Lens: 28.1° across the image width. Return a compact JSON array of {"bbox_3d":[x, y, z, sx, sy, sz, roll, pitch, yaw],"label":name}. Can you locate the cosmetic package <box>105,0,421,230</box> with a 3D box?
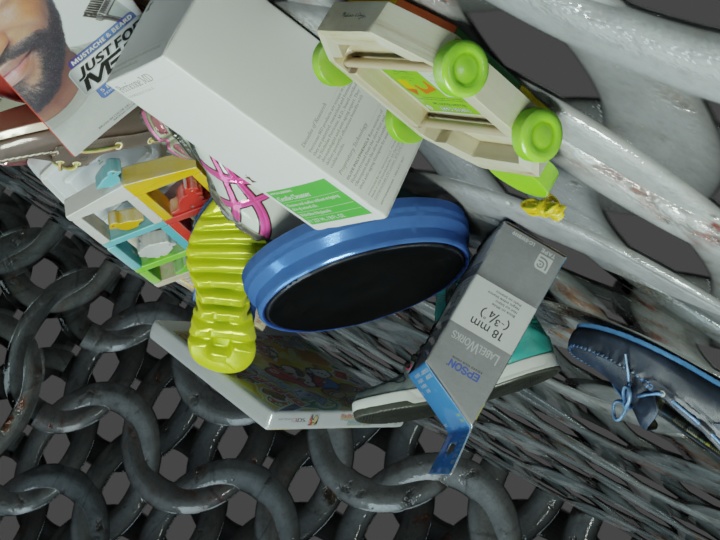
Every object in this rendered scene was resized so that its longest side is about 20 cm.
[{"bbox_3d":[-0.065,-0.119,1.023,0.200,0.085,0.107,33,161,-24],"label":"cosmetic package"}]

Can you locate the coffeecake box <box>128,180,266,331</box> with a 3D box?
[{"bbox_3d":[-0.147,-0.055,1.448,0.199,0.154,0.073,32,174,-7],"label":"coffeecake box"}]

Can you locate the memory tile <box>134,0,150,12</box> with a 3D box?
[{"bbox_3d":[-0.129,-0.180,1.154,0.153,0.017,0.200,33,171,-17],"label":"memory tile"}]

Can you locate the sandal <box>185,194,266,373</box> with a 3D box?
[{"bbox_3d":[-0.118,-0.006,1.300,0.079,0.087,0.201,12,128,-5],"label":"sandal"}]

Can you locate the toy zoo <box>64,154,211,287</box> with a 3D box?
[{"bbox_3d":[-0.175,-0.049,1.300,0.131,0.021,0.200,-19,152,13],"label":"toy zoo"}]

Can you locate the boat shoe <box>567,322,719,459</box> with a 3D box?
[{"bbox_3d":[0.269,0.113,1.286,0.199,0.069,0.084,27,170,26],"label":"boat shoe"}]

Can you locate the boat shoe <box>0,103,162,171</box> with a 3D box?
[{"bbox_3d":[-0.230,-0.115,1.186,0.072,0.199,0.060,30,135,53],"label":"boat shoe"}]

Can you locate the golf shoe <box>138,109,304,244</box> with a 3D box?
[{"bbox_3d":[-0.088,-0.092,1.164,0.092,0.073,0.200,-18,127,45],"label":"golf shoe"}]

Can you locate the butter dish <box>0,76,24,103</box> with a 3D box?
[{"bbox_3d":[-0.311,-0.204,1.175,0.199,0.148,0.200,33,171,5],"label":"butter dish"}]

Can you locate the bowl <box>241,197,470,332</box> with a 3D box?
[{"bbox_3d":[0.000,0.000,1.222,0.201,0.200,0.040,55,-163,-70],"label":"bowl"}]

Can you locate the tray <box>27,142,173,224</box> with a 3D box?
[{"bbox_3d":[-0.227,-0.100,1.309,0.107,0.022,0.200,47,135,-11],"label":"tray"}]

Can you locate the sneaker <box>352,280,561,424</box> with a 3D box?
[{"bbox_3d":[0.077,0.066,1.358,0.084,0.199,0.121,86,168,-72],"label":"sneaker"}]

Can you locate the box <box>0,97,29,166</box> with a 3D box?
[{"bbox_3d":[-0.338,-0.179,1.379,0.109,0.128,0.200,29,-177,-5],"label":"box"}]

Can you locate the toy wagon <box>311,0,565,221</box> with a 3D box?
[{"bbox_3d":[0.062,-0.099,0.900,0.200,0.040,0.155,35,170,-31],"label":"toy wagon"}]

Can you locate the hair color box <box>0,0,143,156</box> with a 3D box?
[{"bbox_3d":[-0.223,-0.183,1.039,0.064,0.111,0.200,49,177,34],"label":"hair color box"}]

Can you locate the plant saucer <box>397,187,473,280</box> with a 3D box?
[{"bbox_3d":[0.068,-0.030,1.330,0.070,0.019,0.200,26,169,29],"label":"plant saucer"}]

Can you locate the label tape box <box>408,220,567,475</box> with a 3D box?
[{"bbox_3d":[0.088,0.068,1.207,0.063,0.201,0.144,29,171,1],"label":"label tape box"}]

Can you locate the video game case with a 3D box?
[{"bbox_3d":[-0.081,0.101,1.414,0.181,0.023,0.200,5,-160,-45],"label":"video game case"}]
